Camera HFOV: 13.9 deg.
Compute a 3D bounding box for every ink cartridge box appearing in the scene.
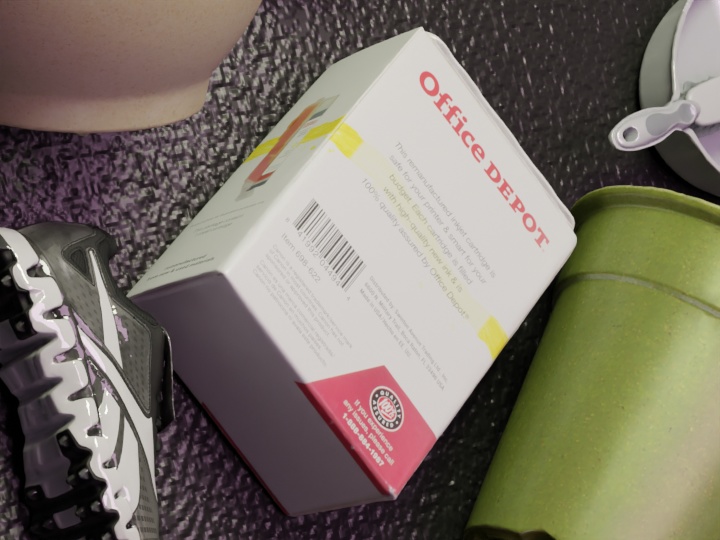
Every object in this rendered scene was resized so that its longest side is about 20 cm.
[{"bbox_3d":[0.000,0.000,1.460,0.145,0.083,0.200,53,51,-17],"label":"ink cartridge box"}]

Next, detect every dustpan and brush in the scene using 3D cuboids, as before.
[{"bbox_3d":[0.188,-0.091,1.664,0.200,0.057,0.140,-21,93,-42],"label":"dustpan and brush"}]

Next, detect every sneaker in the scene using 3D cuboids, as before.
[{"bbox_3d":[-0.115,0.065,1.354,0.090,0.066,0.201,-19,89,-40],"label":"sneaker"}]

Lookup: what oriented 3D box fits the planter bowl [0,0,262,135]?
[{"bbox_3d":[-0.127,-0.140,1.335,0.200,0.200,0.135,-14,115,-42],"label":"planter bowl"}]

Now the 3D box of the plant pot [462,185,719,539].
[{"bbox_3d":[0.147,0.092,1.515,0.200,0.200,0.190,44,67,-24],"label":"plant pot"}]
